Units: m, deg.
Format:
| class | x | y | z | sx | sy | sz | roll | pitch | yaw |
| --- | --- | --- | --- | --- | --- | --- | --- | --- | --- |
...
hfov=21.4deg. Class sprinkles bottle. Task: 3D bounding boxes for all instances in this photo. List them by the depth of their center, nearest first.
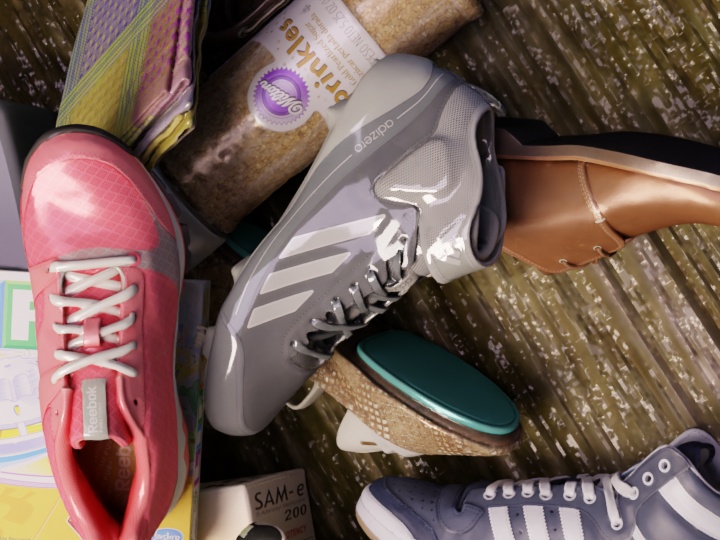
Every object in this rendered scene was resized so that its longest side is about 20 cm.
| class | x | y | z | sx | sy | sz | roll | pitch | yaw |
| --- | --- | --- | --- | --- | --- | --- | --- | --- | --- |
| sprinkles bottle | -0.034 | -0.088 | 0.938 | 0.200 | 0.068 | 0.068 | -41 | 76 | 7 |

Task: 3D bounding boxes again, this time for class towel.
| class | x | y | z | sx | sy | sz | roll | pitch | yaw |
| --- | --- | --- | --- | --- | --- | --- | --- | --- | --- |
| towel | -0.107 | -0.116 | 0.931 | 0.144 | 0.023 | 0.201 | -41 | 35 | 43 |

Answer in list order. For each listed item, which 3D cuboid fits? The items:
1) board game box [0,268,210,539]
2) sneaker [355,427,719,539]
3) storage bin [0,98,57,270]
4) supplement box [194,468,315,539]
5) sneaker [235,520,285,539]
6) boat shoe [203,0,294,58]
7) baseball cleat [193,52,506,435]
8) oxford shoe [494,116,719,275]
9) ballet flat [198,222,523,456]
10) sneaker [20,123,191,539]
| class | x | y | z | sx | sy | sz | roll | pitch | yaw |
| --- | --- | --- | --- | --- | --- | --- | --- | --- | --- |
| board game box | -0.176 | 0.066 | 0.932 | 0.198 | 0.034 | 0.136 | 3 | 91 | 1 |
| sneaker | 0.101 | 0.112 | 0.906 | 0.199 | 0.070 | 0.109 | 22 | 103 | 17 |
| storage bin | -0.220 | 0.001 | 1.017 | 0.133 | 0.145 | 0.202 | -16 | 86 | 14 |
| supplement box | -0.081 | 0.212 | 0.990 | 0.125 | 0.073 | 0.202 | -12 | 87 | 24 |
| sneaker | 0.019 | 0.181 | 0.911 | 0.199 | 0.075 | 0.077 | 20 | 86 | -12 |
| boat shoe | -0.020 | -0.192 | 0.944 | 0.074 | 0.075 | 0.203 | 33 | 105 | 19 |
| baseball cleat | 0.000 | 0.000 | 0.880 | 0.106 | 0.070 | 0.201 | 29 | 98 | 29 |
| oxford shoe | 0.113 | -0.031 | 0.899 | 0.199 | 0.071 | 0.072 | 8 | 100 | 35 |
| ballet flat | -0.006 | 0.050 | 0.958 | 0.199 | 0.070 | 0.066 | 36 | 115 | 27 |
| sneaker | -0.110 | 0.037 | 0.847 | 0.073 | 0.087 | 0.202 | -6 | 109 | 1 |
